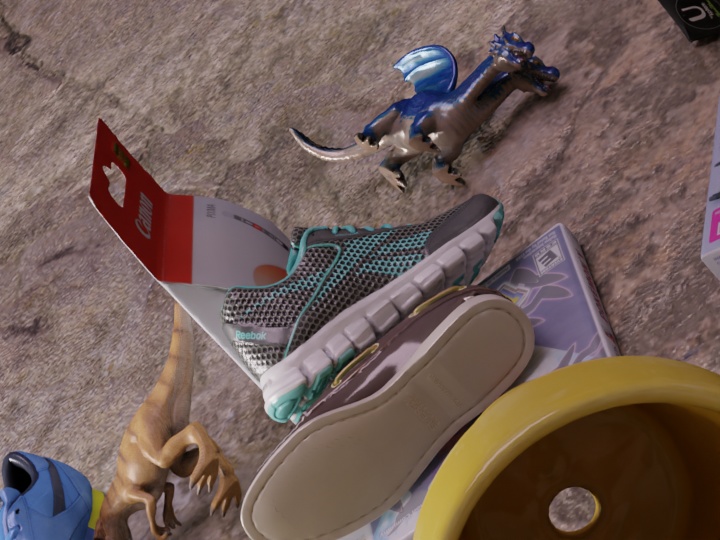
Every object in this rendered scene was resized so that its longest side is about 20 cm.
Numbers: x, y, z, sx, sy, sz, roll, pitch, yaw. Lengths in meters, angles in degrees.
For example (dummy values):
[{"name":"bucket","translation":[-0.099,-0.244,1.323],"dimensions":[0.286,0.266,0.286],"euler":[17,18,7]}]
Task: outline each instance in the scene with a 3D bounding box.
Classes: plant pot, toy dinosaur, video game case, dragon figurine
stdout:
[{"name":"plant pot","translation":[0.116,0.131,1.304],"dimensions":[0.201,0.201,0.189],"euler":[-43,11,2]},{"name":"toy dinosaur","translation":[-0.121,0.099,1.722],"dimensions":[0.106,0.060,0.201],"euler":[29,105,31]},{"name":"video game case","translation":[0.060,0.078,1.615],"dimensions":[0.200,0.023,0.183],"euler":[-37,28,13]},{"name":"dragon figurine","translation":[0.047,-0.109,1.856],"dimensions":[0.199,0.059,0.100],"euler":[-4,47,51]}]

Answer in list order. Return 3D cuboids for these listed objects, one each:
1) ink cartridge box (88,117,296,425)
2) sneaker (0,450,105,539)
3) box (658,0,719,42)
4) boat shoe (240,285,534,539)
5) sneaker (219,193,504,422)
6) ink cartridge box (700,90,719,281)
[{"name":"ink cartridge box","translation":[-0.084,-0.012,1.719],"dimensions":[0.050,0.200,0.162],"euler":[-37,18,11]},{"name":"sneaker","translation":[-0.210,0.191,1.756],"dimensions":[0.066,0.078,0.201],"euler":[-43,26,25]},{"name":"box","translation":[0.265,-0.251,1.688],"dimensions":[0.199,0.124,0.149],"euler":[-14,39,42]},{"name":"boat shoe","translation":[0.011,0.082,1.582],"dimensions":[0.200,0.072,0.060],"euler":[-42,21,-2]},{"name":"sneaker","translation":[0.000,0.000,1.636],"dimensions":[0.200,0.091,0.078],"euler":[-35,-16,-28]},{"name":"ink cartridge box","translation":[0.256,-0.085,1.562],"dimensions":[0.119,0.042,0.201],"euler":[-25,31,32]}]
